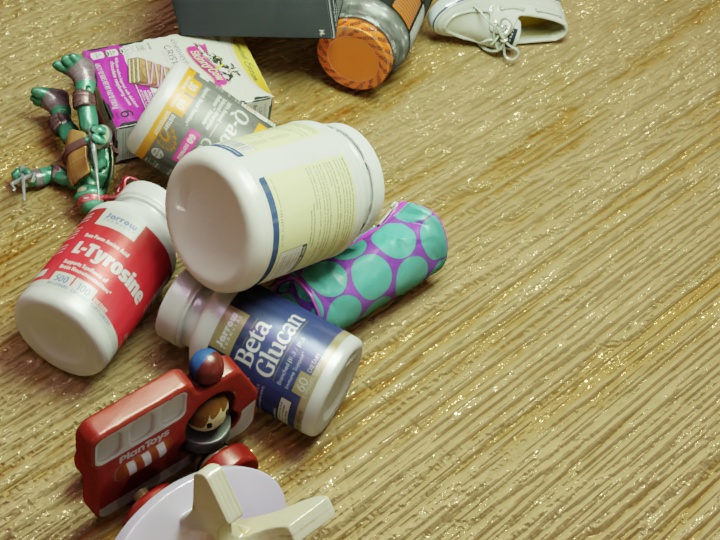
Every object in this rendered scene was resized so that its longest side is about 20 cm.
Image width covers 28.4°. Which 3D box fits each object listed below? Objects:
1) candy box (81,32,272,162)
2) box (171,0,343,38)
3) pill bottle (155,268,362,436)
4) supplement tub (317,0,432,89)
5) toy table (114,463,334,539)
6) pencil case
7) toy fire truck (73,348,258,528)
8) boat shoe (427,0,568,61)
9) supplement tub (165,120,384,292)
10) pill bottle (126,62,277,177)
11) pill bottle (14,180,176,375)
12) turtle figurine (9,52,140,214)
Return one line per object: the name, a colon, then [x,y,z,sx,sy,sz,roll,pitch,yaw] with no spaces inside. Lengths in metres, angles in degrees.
candy box: [-0.220,-0.215,1.702,0.197,0.061,0.137,-14,55,-22]
box: [-0.115,-0.381,1.721,0.197,0.105,0.184,2,51,10]
pill bottle: [-0.106,0.076,1.456,0.198,0.112,0.111,27,51,11]
supplement tub: [0.020,-0.330,1.805,0.121,0.123,0.201,20,50,5]
toy table: [-0.124,0.256,1.269,0.200,0.116,0.185,-44,111,-28]
pencil case: [0.000,0.000,1.553,0.199,0.085,0.093,-32,100,-31]
toy fire truck: [-0.178,0.153,1.341,0.199,0.169,0.112,-29,61,-30]
boat shoe: [0.187,-0.318,1.869,0.199,0.075,0.087,-5,54,-28]
supplement tub: [-0.084,-0.071,1.447,0.199,0.146,0.145,-21,56,-44]
pill bottle: [-0.151,-0.132,1.587,0.199,0.116,0.117,32,49,-10]
pill bottle: [-0.263,0.002,1.483,0.111,0.113,0.201,24,51,9]
turtle figurine: [-0.322,-0.133,1.593,0.148,0.100,0.202,-28,60,23]
